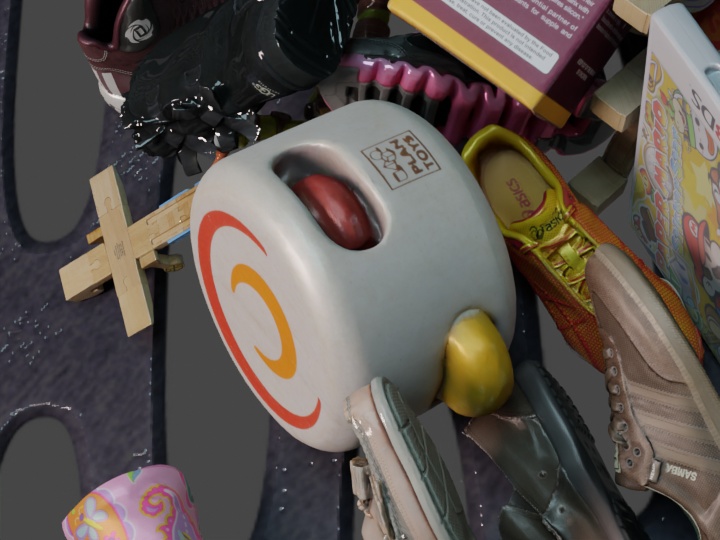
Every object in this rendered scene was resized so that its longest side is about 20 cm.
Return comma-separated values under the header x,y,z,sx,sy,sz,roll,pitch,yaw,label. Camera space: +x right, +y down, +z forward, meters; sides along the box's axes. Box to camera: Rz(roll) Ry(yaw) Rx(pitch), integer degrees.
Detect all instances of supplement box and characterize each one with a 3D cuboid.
x,y,z,sx,sy,sz,roll,pitch,yaw,label
0.122,-0.197,1.020,0.110,0.086,0.200,37,98,16,supplement box

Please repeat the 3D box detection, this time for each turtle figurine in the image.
x,y,z,sx,sy,sz,roll,pitch,yaw,label
0.001,-0.117,1.178,0.199,0.064,0.162,-3,78,5,turtle figurine

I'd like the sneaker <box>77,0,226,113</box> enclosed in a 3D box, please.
x,y,z,sx,sy,sz,roll,pitch,yaw,label
-0.115,-0.202,1.229,0.200,0.116,0.076,-46,60,-8,sneaker

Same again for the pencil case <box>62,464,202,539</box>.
x,y,z,sx,sy,sz,roll,pitch,yaw,label
-0.107,0.215,1.037,0.087,0.087,0.200,-28,60,2,pencil case

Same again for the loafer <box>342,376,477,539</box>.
x,y,z,sx,sy,sz,roll,pitch,yaw,label
0.032,0.152,0.968,0.063,0.200,0.072,-25,23,10,loafer

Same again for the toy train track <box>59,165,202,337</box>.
x,y,z,sx,sy,sz,roll,pitch,yaw,label
-0.118,-0.029,1.162,0.200,0.032,0.115,-28,68,33,toy train track

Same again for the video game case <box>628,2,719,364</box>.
x,y,z,sx,sy,sz,roll,pitch,yaw,label
0.205,-0.020,0.986,0.023,0.200,0.182,-22,58,-9,video game case

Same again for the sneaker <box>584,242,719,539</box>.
x,y,z,sx,sy,sz,roll,pitch,yaw,label
0.165,0.083,0.992,0.075,0.070,0.200,-30,81,7,sneaker

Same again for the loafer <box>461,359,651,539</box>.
x,y,z,sx,sy,sz,roll,pitch,yaw,label
0.119,0.148,1.011,0.071,0.073,0.200,-33,53,12,loafer

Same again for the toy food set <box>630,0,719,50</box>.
x,y,z,sx,sy,sz,roll,pitch,yaw,label
0.203,-0.240,1.119,0.049,0.199,0.199,18,105,59,toy food set

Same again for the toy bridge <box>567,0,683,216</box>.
x,y,z,sx,sy,sz,roll,pitch,yaw,label
0.165,-0.111,1.050,0.027,0.200,0.067,40,63,20,toy bridge

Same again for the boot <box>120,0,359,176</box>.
x,y,z,sx,sy,sz,roll,pitch,yaw,label
-0.065,-0.160,1.113,0.162,0.073,0.199,-24,39,46,boot

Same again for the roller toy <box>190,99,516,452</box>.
x,y,z,sx,sy,sz,roll,pitch,yaw,label
0.000,0.000,1.040,0.139,0.183,0.200,-25,14,-23,roller toy

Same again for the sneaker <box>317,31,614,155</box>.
x,y,z,sx,sy,sz,roll,pitch,yaw,label
0.067,-0.130,1.125,0.199,0.079,0.096,5,59,-16,sneaker

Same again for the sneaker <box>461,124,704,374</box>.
x,y,z,sx,sy,sz,roll,pitch,yaw,label
0.125,-0.003,1.064,0.073,0.077,0.200,-45,70,8,sneaker
